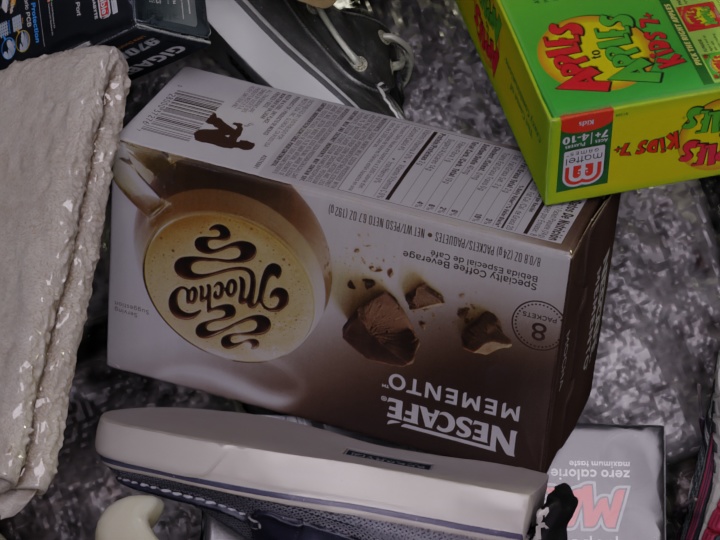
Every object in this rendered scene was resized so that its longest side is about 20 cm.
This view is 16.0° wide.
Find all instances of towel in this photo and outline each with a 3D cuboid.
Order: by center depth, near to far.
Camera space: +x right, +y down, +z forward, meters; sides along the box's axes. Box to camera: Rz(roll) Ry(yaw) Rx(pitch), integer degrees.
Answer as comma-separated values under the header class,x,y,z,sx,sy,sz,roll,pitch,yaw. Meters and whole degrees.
class,x,y,z,sx,sy,sz,roll,pitch,yaw
towel,-0.160,0.006,1.034,0.132,0.034,0.201,-8,62,36

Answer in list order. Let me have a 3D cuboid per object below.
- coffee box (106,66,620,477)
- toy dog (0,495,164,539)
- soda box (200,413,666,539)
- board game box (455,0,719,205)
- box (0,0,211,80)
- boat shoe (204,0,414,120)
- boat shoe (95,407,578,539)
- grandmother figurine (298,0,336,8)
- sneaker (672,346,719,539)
class,x,y,z,sx,sy,sz,roll,pitch,yaw
coffee box,0.000,0.000,1.071,0.199,0.114,0.080,15,32,14
toy dog,-0.118,0.183,1.012,0.199,0.140,0.195,31,80,6
soda box,0.030,0.101,1.106,0.199,0.063,0.071,1,78,-3
board game box,0.097,-0.118,1.076,0.101,0.048,0.201,-10,45,-10
box,-0.144,-0.173,1.116,0.046,0.158,0.201,6,71,-47
boat shoe,-0.011,-0.089,1.142,0.064,0.071,0.200,-42,81,-10
boat shoe,-0.017,0.116,1.034,0.199,0.075,0.093,10,98,13
grandmother figurine,-0.076,-0.177,1.124,0.199,0.061,0.121,23,62,37
sneaker,0.171,0.092,1.115,0.080,0.075,0.201,24,64,-8
